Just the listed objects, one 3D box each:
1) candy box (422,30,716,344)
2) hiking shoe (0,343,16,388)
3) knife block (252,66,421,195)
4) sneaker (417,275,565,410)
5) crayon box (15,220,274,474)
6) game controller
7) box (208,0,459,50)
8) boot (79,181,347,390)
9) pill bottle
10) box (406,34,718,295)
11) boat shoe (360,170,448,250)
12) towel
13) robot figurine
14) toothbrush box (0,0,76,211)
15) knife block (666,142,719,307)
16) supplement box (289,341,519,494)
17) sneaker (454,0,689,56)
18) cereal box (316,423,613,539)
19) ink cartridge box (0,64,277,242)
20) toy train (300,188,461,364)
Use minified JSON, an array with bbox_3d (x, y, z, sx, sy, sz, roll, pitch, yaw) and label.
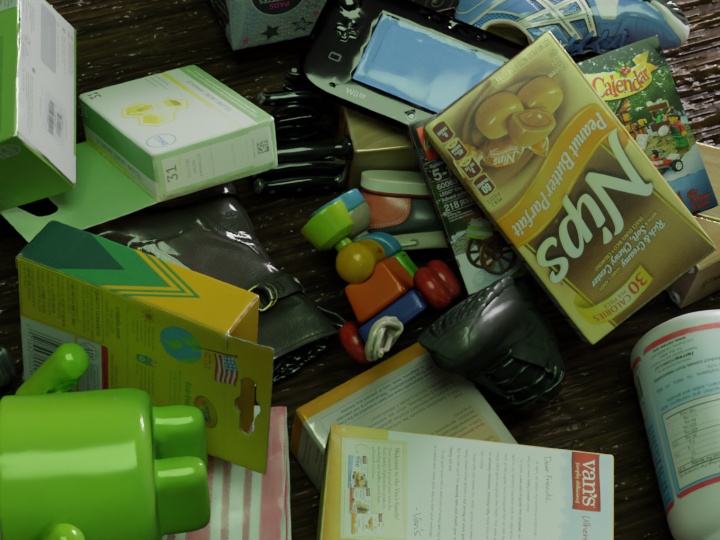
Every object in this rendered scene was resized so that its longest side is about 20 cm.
[{"bbox_3d":[0.150,-0.059,1.366,0.115,0.055,0.200,-38,89,1],"label":"candy box"},{"bbox_3d":[-0.349,0.042,1.353,0.200,0.076,0.101,37,68,2],"label":"hiking shoe"},{"bbox_3d":[0.018,-0.097,1.492,0.200,0.064,0.176,33,63,11],"label":"knife block"},{"bbox_3d":[0.107,0.056,1.356,0.076,0.200,0.091,-35,80,20],"label":"sneaker"},{"bbox_3d":[-0.143,0.055,1.329,0.200,0.127,0.051,20,43,15],"label":"crayon box"},{"bbox_3d":[0.055,-0.151,1.465,0.200,0.042,0.104,22,60,6],"label":"game controller"},{"bbox_3d":[-0.030,-0.274,1.543,0.200,0.115,0.132,-14,47,-13],"label":"box"},{"bbox_3d":[-0.128,0.025,1.403,0.200,0.069,0.174,-25,67,-19],"label":"boot"},{"bbox_3d":[0.267,0.137,1.363,0.108,0.109,0.200,-4,62,-9],"label":"pill bottle"},{"bbox_3d":[0.150,-0.078,1.414,0.200,0.038,0.137,-20,89,0],"label":"box"},{"bbox_3d":[0.094,-0.038,1.470,0.200,0.071,0.063,4,102,-7],"label":"boat shoe"},{"bbox_3d":[-0.149,0.161,1.345,0.200,0.030,0.147,1,60,-6],"label":"towel"},{"bbox_3d":[-0.203,0.140,1.273,0.200,0.116,0.176,-3,51,-3],"label":"robot figurine"},{"bbox_3d":[-0.316,-0.113,1.400,0.200,0.086,0.146,-16,59,18],"label":"toothbrush box"},{"bbox_3d":[0.300,-0.056,1.494,0.175,0.064,0.200,-26,66,-20],"label":"knife block"},{"bbox_3d":[0.055,0.162,1.343,0.126,0.074,0.200,-27,67,-20],"label":"supplement box"},{"bbox_3d":[0.173,-0.201,1.570,0.200,0.076,0.077,8,66,9],"label":"sneaker"},{"bbox_3d":[0.070,0.184,1.267,0.200,0.040,0.144,8,61,-4],"label":"cereal box"},{"bbox_3d":[-0.182,-0.091,1.425,0.200,0.048,0.145,-18,30,-24],"label":"ink cartridge box"},{"bbox_3d":[0.000,0.000,1.349,0.085,0.200,0.116,-37,88,10],"label":"toy train"}]
